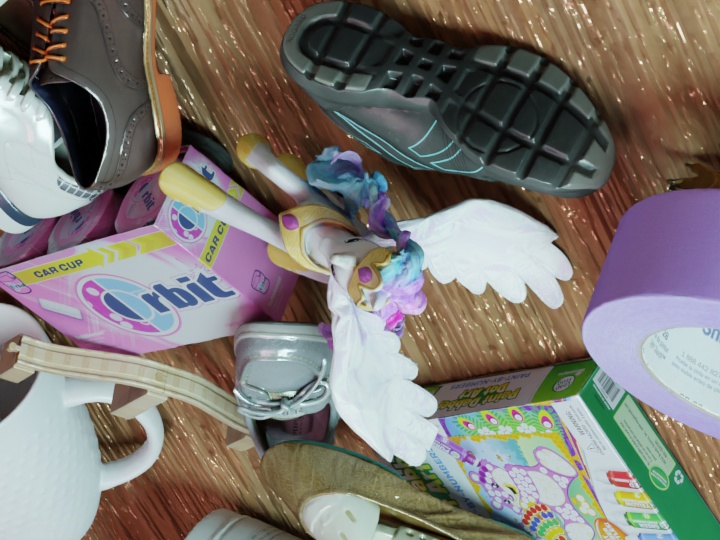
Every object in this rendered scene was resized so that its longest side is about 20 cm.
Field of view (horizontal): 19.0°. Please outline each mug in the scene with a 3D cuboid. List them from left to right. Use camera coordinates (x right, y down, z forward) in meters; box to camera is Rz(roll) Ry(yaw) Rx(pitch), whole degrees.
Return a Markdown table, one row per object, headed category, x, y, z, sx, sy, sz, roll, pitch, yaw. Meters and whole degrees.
| category | x | y | z | sx | sy | sz | roll | pitch | yaw |
| --- | --- | --- | --- | --- | --- | --- | --- | --- | --- |
| mug | -0.246 | 0.129 | 1.606 | 0.200 | 0.148 | 0.175 | -13 | 135 | 10 |

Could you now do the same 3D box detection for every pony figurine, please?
| category | x | y | z | sx | sy | sz | roll | pitch | yaw |
| --- | --- | --- | --- | --- | --- | --- | --- | --- | --- |
| pony figurine | 0.000 | 0.000 | 1.252 | 0.193 | 0.167 | 0.200 | 34 | 180 | -43 |

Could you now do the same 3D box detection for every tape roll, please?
| category | x | y | z | sx | sy | sz | roll | pitch | yaw |
| --- | --- | --- | --- | --- | --- | --- | --- | --- | --- |
| tape roll | 0.221 | 0.035 | 1.129 | 0.200 | 0.066 | 0.200 | 19 | 160 | 7 |

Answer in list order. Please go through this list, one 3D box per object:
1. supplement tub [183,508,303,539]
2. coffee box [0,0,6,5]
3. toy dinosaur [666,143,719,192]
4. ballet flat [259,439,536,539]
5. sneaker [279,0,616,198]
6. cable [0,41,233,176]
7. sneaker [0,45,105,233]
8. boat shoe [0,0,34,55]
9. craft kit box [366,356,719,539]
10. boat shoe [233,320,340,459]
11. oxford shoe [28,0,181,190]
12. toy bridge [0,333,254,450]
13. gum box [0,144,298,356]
| category | x | y | z | sx | sy | sz | roll | pitch | yaw |
| --- | --- | --- | --- | --- | --- | --- | --- | --- | --- |
| supplement tub | -0.041 | 0.270 | 1.580 | 0.200 | 0.132 | 0.132 | 23 | 140 | 19 |
| coffee box | -0.241 | -0.266 | 1.130 | 0.200 | 0.200 | 0.198 | 33 | 142 | 7 |
| toy dinosaur | 0.226 | -0.033 | 1.132 | 0.200 | 0.060 | 0.106 | 2 | 152 | 45 |
| ballet flat | 0.024 | 0.173 | 1.374 | 0.200 | 0.072 | 0.068 | 26 | 131 | -7 |
| sneaker | 0.052 | -0.090 | 1.202 | 0.200 | 0.075 | 0.079 | 26 | 160 | 17 |
| cable | -0.180 | -0.085 | 1.391 | 0.200 | 0.050 | 0.097 | 30 | 143 | 10 |
| sneaker | -0.232 | -0.111 | 1.323 | 0.080 | 0.076 | 0.200 | -18 | 131 | 29 |
| boat shoe | -0.251 | -0.192 | 1.316 | 0.202 | 0.075 | 0.075 | 46 | 142 | -11 |
| craft kit box | 0.126 | 0.152 | 1.400 | 0.197 | 0.049 | 0.200 | -12 | 121 | 48 |
| boat shoe | -0.045 | 0.087 | 1.402 | 0.074 | 0.065 | 0.202 | 1 | 156 | -1 |
| oxford shoe | -0.164 | -0.145 | 1.275 | 0.071 | 0.073 | 0.200 | -5 | 108 | 41 |
| toy bridge | -0.150 | 0.081 | 1.477 | 0.200 | 0.027 | 0.067 | 20 | 155 | -26 |
| gum box | -0.146 | -0.007 | 1.408 | 0.200 | 0.066 | 0.113 | -13 | 137 | 45 |
